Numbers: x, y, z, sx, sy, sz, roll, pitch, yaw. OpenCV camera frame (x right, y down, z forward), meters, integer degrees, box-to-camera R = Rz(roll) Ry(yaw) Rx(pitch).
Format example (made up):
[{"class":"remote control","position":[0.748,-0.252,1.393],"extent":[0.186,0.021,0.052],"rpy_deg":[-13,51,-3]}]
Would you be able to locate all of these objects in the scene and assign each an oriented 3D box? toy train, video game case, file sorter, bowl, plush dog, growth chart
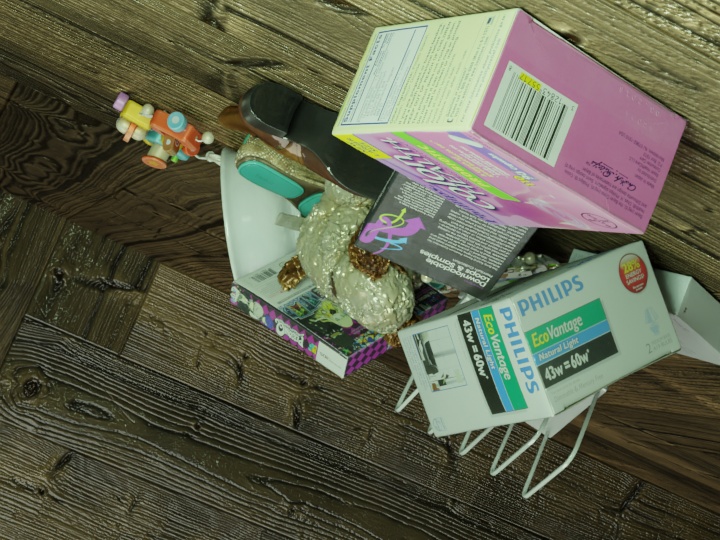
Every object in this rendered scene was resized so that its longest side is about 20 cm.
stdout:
[{"class":"toy train","position":[-0.239,-0.157,1.837],"extent":[0.150,0.056,0.200],"rpy_deg":[27,173,15]},{"class":"video game case","position":[-0.024,0.034,1.740],"extent":[0.181,0.036,0.200],"rpy_deg":[31,-143,26]},{"class":"file sorter","position":[0.160,0.151,1.722],"extent":[0.200,0.125,0.139],"rpy_deg":[34,141,-4]},{"class":"bowl","position":[-0.115,-0.061,1.833],"extent":[0.090,0.202,0.201],"rpy_deg":[-8,169,2]},{"class":"plush dog","position":[0.000,0.000,1.644],"extent":[0.172,0.160,0.200],"rpy_deg":[46,168,52]},{"class":"growth chart","position":[0.156,0.002,1.641],"extent":[0.144,0.018,0.200],"rpy_deg":[-12,171,22]}]

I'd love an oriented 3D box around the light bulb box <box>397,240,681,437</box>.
[{"class":"light bulb box","position":[0.183,0.072,1.512],"extent":[0.198,0.125,0.200],"rpy_deg":[-22,-179,-34]}]

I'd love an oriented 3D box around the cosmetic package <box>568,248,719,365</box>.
[{"class":"cosmetic package","position":[0.337,0.046,1.652],"extent":[0.150,0.052,0.200],"rpy_deg":[18,171,39]}]

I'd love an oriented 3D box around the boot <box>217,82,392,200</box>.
[{"class":"boot","position":[-0.059,-0.126,1.559],"extent":[0.188,0.069,0.200],"rpy_deg":[24,172,-11]}]

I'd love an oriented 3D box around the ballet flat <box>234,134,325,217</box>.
[{"class":"ballet flat","position":[-0.062,-0.105,1.713],"extent":[0.070,0.066,0.200],"rpy_deg":[-18,140,38]}]

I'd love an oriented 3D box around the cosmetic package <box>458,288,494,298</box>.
[{"class":"cosmetic package","position":[0.238,0.046,1.861],"extent":[0.150,0.052,0.200],"rpy_deg":[29,169,-22]}]

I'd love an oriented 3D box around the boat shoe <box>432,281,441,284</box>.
[{"class":"boat shoe","position":[0.059,-0.038,1.779],"extent":[0.199,0.076,0.060],"rpy_deg":[21,177,10]}]

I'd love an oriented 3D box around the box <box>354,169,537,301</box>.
[{"class":"box","position":[0.092,-0.060,1.377],"extent":[0.143,0.036,0.200],"rpy_deg":[24,141,-7]}]

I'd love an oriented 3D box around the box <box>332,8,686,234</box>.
[{"class":"box","position":[0.109,-0.109,1.119],"extent":[0.176,0.097,0.200],"rpy_deg":[27,171,-29]}]

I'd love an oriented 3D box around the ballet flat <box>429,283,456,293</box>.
[{"class":"ballet flat","position":[0.109,-0.008,1.901],"extent":[0.064,0.076,0.200],"rpy_deg":[4,-176,-15]}]
